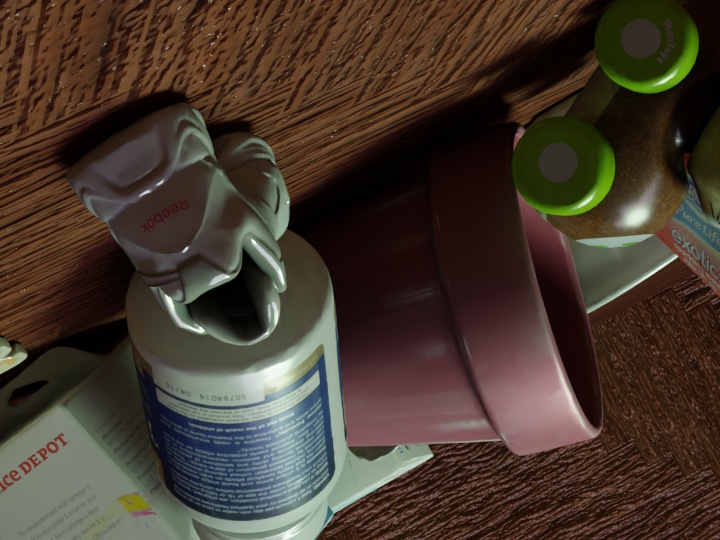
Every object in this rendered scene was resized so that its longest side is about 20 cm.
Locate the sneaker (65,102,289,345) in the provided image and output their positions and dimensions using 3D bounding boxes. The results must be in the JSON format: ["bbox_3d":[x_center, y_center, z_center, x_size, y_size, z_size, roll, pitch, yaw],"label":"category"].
[{"bbox_3d":[-0.068,-0.009,0.952,0.078,0.099,0.200,-30,172,10],"label":"sneaker"}]

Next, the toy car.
[{"bbox_3d":[0.211,-0.050,1.201,0.158,0.200,0.164,-57,165,10],"label":"toy car"}]

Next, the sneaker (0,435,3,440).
[{"bbox_3d":[-0.291,0.164,1.311,0.200,0.088,0.076,-23,171,-33],"label":"sneaker"}]

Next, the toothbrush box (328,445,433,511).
[{"bbox_3d":[-0.066,0.140,1.742,0.200,0.147,0.085,-33,172,19],"label":"toothbrush box"}]

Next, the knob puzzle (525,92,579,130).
[{"bbox_3d":[0.178,-0.106,1.454,0.219,0.030,0.220,-28,172,-5],"label":"knob puzzle"}]

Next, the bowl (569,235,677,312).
[{"bbox_3d":[0.201,-0.050,1.603,0.201,0.090,0.201,-36,-178,1],"label":"bowl"}]

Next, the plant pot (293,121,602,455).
[{"bbox_3d":[0.037,0.026,1.292,0.179,0.200,0.200,-15,175,13],"label":"plant pot"}]

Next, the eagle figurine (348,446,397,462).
[{"bbox_3d":[0.044,0.031,1.524,0.200,0.152,0.151,-13,143,-47],"label":"eagle figurine"}]

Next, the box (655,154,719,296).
[{"bbox_3d":[0.255,-0.047,1.349,0.103,0.200,0.095,-27,139,-16],"label":"box"}]

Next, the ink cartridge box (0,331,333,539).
[{"bbox_3d":[-0.143,0.134,1.319,0.128,0.200,0.125,-35,-172,36],"label":"ink cartridge box"}]

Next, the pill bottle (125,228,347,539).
[{"bbox_3d":[-0.065,0.075,1.177,0.111,0.111,0.200,-26,142,-18],"label":"pill bottle"}]

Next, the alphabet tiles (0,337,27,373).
[{"bbox_3d":[-0.278,0.090,1.159,0.195,0.015,0.200,-29,172,0],"label":"alphabet tiles"}]
